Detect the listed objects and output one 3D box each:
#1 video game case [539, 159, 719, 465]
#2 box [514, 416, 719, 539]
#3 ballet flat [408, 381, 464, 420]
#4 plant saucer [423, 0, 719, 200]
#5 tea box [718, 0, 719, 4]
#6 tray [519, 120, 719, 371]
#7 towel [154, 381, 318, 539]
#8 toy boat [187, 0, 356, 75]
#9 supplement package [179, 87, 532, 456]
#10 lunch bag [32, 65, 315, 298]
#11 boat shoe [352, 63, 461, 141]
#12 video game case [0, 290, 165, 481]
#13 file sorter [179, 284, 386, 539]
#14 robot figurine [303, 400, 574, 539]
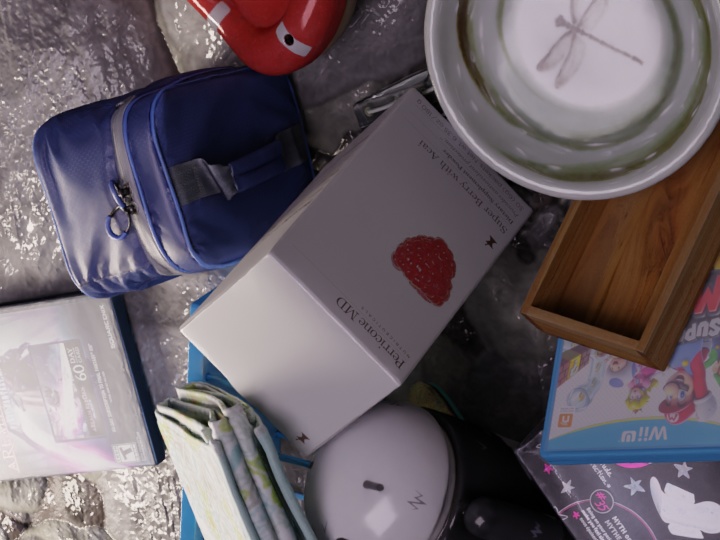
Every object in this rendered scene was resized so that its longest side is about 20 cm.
[{"bbox_3d":[0.192,0.025,1.511,0.142,0.018,0.201,-4,63,32],"label":"video game case"},{"bbox_3d":[0.213,0.157,1.585,0.114,0.132,0.201,-35,87,16],"label":"box"},{"bbox_3d":[0.075,0.176,1.708,0.070,0.071,0.201,-29,93,33],"label":"ballet flat"},{"bbox_3d":[0.141,-0.146,1.503,0.199,0.050,0.201,7,111,19],"label":"plant saucer"},{"bbox_3d":[0.327,-0.125,1.402,0.199,0.134,0.198,-17,93,15],"label":"tea box"},{"bbox_3d":[0.188,-0.043,1.517,0.098,0.037,0.201,18,77,39],"label":"tray"},{"bbox_3d":[-0.068,0.173,1.593,0.201,0.048,0.171,69,165,-10],"label":"towel"},{"bbox_3d":[-0.098,-0.219,1.633,0.200,0.131,0.131,46,128,8],"label":"toy boat"},{"bbox_3d":[0.000,0.000,1.566,0.121,0.200,0.120,45,137,-6],"label":"supplement package"},{"bbox_3d":[-0.121,-0.066,1.661,0.132,0.200,0.137,-14,96,32],"label":"lunch bag"},{"bbox_3d":[0.068,-0.130,1.611,0.200,0.072,0.071,-32,94,35],"label":"boat shoe"},{"bbox_3d":[-0.256,0.093,1.897,0.199,0.019,0.144,-9,102,30],"label":"video game case"},{"bbox_3d":[-0.043,0.108,1.716,0.122,0.139,0.201,13,113,21],"label":"file sorter"},{"bbox_3d":[0.055,0.163,1.595,0.150,0.199,0.125,-41,44,30],"label":"robot figurine"}]
